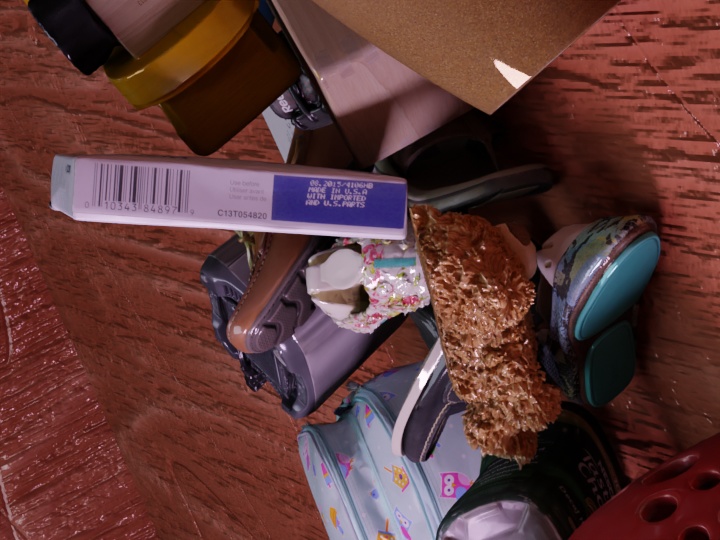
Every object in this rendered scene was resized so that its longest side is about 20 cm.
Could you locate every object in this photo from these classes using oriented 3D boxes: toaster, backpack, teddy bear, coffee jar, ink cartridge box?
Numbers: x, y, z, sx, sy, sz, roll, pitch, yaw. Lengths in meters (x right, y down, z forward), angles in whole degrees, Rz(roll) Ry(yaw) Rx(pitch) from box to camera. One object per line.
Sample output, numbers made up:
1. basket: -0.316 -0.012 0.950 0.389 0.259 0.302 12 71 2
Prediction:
1. toaster: -0.034 0.020 1.945 0.114 0.129 0.200 45 166 19
2. backpack: 0.045 0.154 1.940 0.177 0.153 0.200 68 162 5
3. teddy bear: 0.078 0.033 1.577 0.145 0.066 0.201 -108 3 -53
4. coffee jar: 0.113 0.157 1.683 0.105 0.085 0.200 65 -162 -10
5. ink cartridge box: -0.085 -0.047 1.604 0.200 0.198 0.041 -168 82 -78

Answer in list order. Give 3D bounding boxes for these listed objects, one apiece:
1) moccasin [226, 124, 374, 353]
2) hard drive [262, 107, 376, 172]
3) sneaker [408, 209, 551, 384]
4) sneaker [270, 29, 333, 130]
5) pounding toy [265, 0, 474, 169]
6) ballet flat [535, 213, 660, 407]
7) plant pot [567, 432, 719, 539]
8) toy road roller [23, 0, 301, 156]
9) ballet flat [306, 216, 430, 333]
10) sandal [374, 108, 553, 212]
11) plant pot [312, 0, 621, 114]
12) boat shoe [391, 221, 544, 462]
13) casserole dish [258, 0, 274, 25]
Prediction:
1. moccasin: -0.049 -0.036 1.817 0.077 0.202 0.074 15 160 15
2. hard drive: -0.023 -0.092 1.998 0.133 0.026 0.200 65 165 -5
3. sneaker: 0.059 0.024 1.831 0.201 0.076 0.091 62 171 14
4. sneaker: -0.011 -0.129 1.759 0.200 0.097 0.071 23 136 66
5. pounding toy: 0.002 -0.203 1.574 0.201 0.142 0.184 61 179 19
6. ballet flat: 0.129 0.013 1.557 0.074 0.074 0.200 57 162 26
7. plant pot: 0.183 0.216 1.510 0.201 0.182 0.201 58 166 23
8. toy road roller: -0.118 -0.157 1.614 0.146 0.123 0.200 49 -176 -23
9. ballet flat: 0.000 0.000 1.722 0.200 0.064 0.076 148 118 -71
10. sandal: 0.054 -0.076 1.676 0.201 0.079 0.058 -149 49 -65
11. plant pot: 0.039 -0.188 1.392 0.200 0.186 0.186 49 165 -1
12. boat shoe: 0.076 0.061 1.716 0.067 0.072 0.200 33 128 4
13. casserole dish: -0.077 -0.199 1.735 0.039 0.201 0.121 13 159 9
